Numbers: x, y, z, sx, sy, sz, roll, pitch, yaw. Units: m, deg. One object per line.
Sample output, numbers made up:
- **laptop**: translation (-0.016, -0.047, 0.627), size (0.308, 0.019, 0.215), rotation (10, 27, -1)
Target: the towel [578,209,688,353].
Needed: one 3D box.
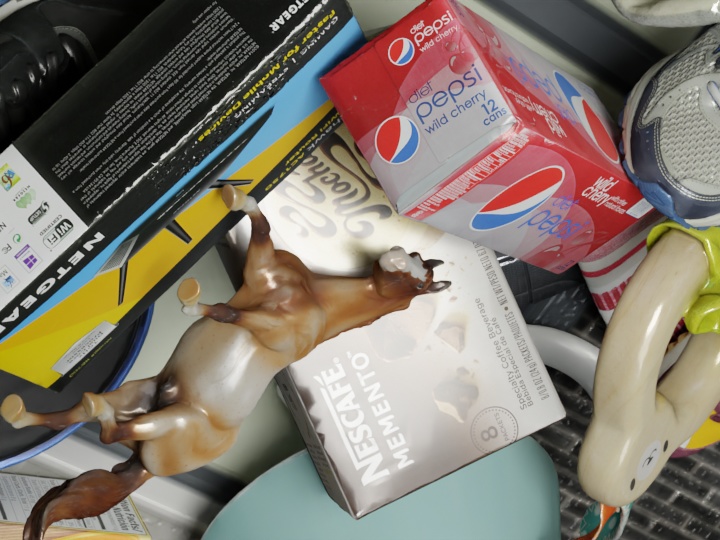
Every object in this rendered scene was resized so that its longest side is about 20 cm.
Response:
- **towel**: translation (0.184, -0.014, 1.151), size (0.144, 0.023, 0.200), rotation (-29, 152, 3)

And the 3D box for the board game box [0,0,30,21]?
- **board game box**: translation (-0.221, -0.025, 0.972), size (0.200, 0.037, 0.151), rotation (-19, 119, -14)

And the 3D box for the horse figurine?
- **horse figurine**: translation (-0.068, 0.042, 0.969), size (0.200, 0.050, 0.133), rotation (-46, 151, 9)

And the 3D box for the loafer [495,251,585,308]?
- **loafer**: translation (0.105, -0.030, 1.155), size (0.200, 0.063, 0.072), rotation (-20, 155, -7)

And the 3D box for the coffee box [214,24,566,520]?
- **coffee box**: translation (0.000, 0.000, 1.058), size (0.113, 0.080, 0.200), rotation (-24, 98, -9)

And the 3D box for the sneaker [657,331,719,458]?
- **sneaker**: translation (0.223, 0.058, 1.191), size (0.075, 0.090, 0.200), rotation (0, 144, -39)

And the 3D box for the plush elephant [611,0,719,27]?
- **plush elephant**: translation (0.142, -0.194, 1.001), size (0.155, 0.165, 0.200), rotation (16, 136, 11)

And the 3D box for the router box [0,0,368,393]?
- **router box**: translation (-0.084, -0.042, 0.923), size (0.200, 0.051, 0.149), rotation (-43, 168, 0)

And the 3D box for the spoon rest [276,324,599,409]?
- **spoon rest**: translation (0.052, 0.057, 1.170), size (0.200, 0.061, 0.099), rotation (8, 147, -24)

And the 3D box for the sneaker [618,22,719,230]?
- **sneaker**: translation (0.188, -0.099, 1.007), size (0.077, 0.085, 0.200), rotation (42, 59, 3)

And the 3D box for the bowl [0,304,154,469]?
- **bowl**: translation (-0.190, 0.011, 1.054), size (0.201, 0.039, 0.201), rotation (-10, 121, -17)

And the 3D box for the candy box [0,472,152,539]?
- **candy box**: translation (-0.216, 0.157, 1.115), size (0.200, 0.055, 0.115), rotation (9, 113, -28)

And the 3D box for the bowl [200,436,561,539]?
- **bowl**: translation (0.023, 0.175, 1.162), size (0.201, 0.105, 0.201), rotation (-13, 141, -11)

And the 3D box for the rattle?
- **rattle**: translation (0.174, 0.079, 1.070), size (0.143, 0.130, 0.200), rotation (23, 94, 13)

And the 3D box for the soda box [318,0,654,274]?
- **soda box**: translation (0.061, -0.054, 0.962), size (0.063, 0.070, 0.200), rotation (-35, 161, 15)

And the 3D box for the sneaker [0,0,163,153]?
- **sneaker**: translation (-0.153, -0.056, 0.914), size (0.200, 0.088, 0.076), rotation (-20, 119, -15)
